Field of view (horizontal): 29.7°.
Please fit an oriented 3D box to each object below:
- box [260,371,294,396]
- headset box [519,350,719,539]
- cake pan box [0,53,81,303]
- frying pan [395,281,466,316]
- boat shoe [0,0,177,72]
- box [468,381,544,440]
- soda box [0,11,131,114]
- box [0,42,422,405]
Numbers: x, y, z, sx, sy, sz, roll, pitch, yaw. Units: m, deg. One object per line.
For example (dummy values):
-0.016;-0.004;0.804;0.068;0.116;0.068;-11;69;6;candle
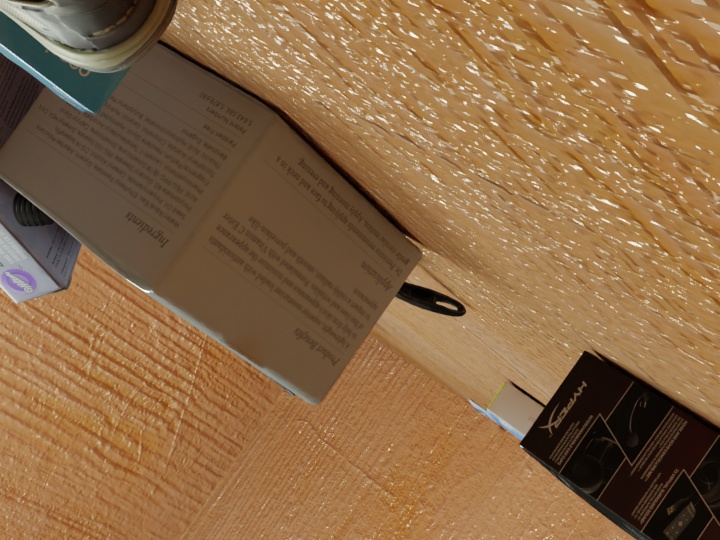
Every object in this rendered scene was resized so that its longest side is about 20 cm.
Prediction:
-0.151;0.087;2.508;0.198;0.201;0.123;37;177;-13;box
0.214;0.149;0.818;0.200;0.077;0.149;35;177;38;headset box
-0.252;-0.110;0.950;0.185;0.052;0.201;55;-151;-38;cake pan box
-0.007;0.011;1.035;0.189;0.115;0.031;33;139;-6;frying pan
-0.166;-0.155;0.562;0.199;0.075;0.073;26;170;15;boat shoe
0.224;0.198;1.591;0.199;0.048;0.122;35;176;15;box
-0.198;-0.166;0.686;0.199;0.068;0.064;37;175;-19;soda box
-0.099;-0.039;0.898;0.199;0.131;0.199;33;175;38;box
